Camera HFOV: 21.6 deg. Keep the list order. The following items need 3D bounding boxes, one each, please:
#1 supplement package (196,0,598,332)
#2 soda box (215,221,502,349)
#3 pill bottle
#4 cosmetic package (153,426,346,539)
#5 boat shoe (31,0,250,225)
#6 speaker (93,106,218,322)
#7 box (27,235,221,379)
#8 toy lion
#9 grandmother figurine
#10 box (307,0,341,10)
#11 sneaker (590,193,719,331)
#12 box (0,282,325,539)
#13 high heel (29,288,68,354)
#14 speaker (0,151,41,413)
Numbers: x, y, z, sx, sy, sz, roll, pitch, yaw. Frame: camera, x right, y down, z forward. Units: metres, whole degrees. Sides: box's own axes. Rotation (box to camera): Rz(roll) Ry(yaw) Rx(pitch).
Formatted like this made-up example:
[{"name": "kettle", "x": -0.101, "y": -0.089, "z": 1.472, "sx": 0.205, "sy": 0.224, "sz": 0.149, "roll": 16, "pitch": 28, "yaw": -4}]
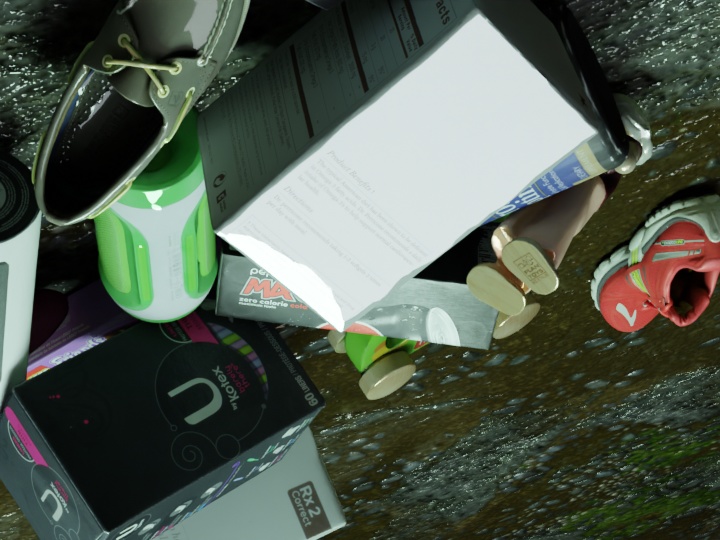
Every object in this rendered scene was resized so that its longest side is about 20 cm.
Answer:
[{"name": "supplement package", "x": 0.017, "y": -0.085, "z": 1.092, "sx": 0.200, "sy": 0.118, "sz": 0.117, "roll": -38, "pitch": 125, "yaw": 18}, {"name": "soda box", "x": 0.000, "y": 0.000, "z": 1.323, "sx": 0.198, "sy": 0.064, "sz": 0.071, "roll": 7, "pitch": 137, "yaw": -3}, {"name": "pill bottle", "x": 0.063, "y": -0.083, "z": 1.222, "sx": 0.199, "sy": 0.113, "sz": 0.112, "roll": -24, "pitch": 156, "yaw": 16}, {"name": "cosmetic package", "x": -0.131, "y": 0.169, "z": 1.511, "sx": 0.164, "sy": 0.166, "sz": 0.200, "roll": -23, "pitch": 172, "yaw": -16}, {"name": "boat shoe", "x": -0.122, "y": -0.106, "z": 1.048, "sx": 0.072, "sy": 0.060, "sz": 0.202, "roll": 31, "pitch": 122, "yaw": -10}, {"name": "speaker", "x": -0.134, "y": -0.038, "z": 1.225, "sx": 0.088, "sy": 0.089, "sz": 0.200, "roll": -12, "pitch": 156, "yaw": -9}, {"name": "box", "x": -0.158, "y": 0.039, "z": 1.441, "sx": 0.199, "sy": 0.039, "sz": 0.136, "roll": -28, "pitch": 154, "yaw": 26}, {"name": "toy lion", "x": 0.084, "y": -0.002, "z": 1.447, "sx": 0.199, "sy": 0.069, "sz": 0.192, "roll": -25, "pitch": 157, "yaw": -24}, {"name": "grandmother figurine", "x": 0.148, "y": -0.056, "z": 1.287, "sx": 0.121, "sy": 0.061, "sz": 0.200, "roll": -26, "pitch": -161, "yaw": 44}, {"name": "box", "x": 0.002, "y": -0.222, "z": 0.948, "sx": 0.199, "sy": 0.050, "sz": 0.157, "roll": -30, "pitch": 153, "yaw": 29}, {"name": "sneaker", "x": 0.256, "y": 0.013, "z": 1.599, "sx": 0.076, "sy": 0.086, "sz": 0.200, "roll": -7, "pitch": 155, "yaw": -18}, {"name": "box", "x": -0.145, "y": 0.110, "z": 1.330, "sx": 0.199, "sy": 0.123, "sz": 0.106, "roll": -29, "pitch": 166, "yaw": -34}, {"name": "high heel", "x": -0.306, "y": 0.036, "z": 1.329, "sx": 0.199, "sy": 0.067, "sz": 0.097, "roll": -25, "pitch": 129, "yaw": -17}, {"name": "speaker", "x": -0.252, "y": 0.013, "z": 1.228, "sx": 0.081, "sy": 0.082, "sz": 0.201, "roll": -7, "pitch": 145, "yaw": -19}]
